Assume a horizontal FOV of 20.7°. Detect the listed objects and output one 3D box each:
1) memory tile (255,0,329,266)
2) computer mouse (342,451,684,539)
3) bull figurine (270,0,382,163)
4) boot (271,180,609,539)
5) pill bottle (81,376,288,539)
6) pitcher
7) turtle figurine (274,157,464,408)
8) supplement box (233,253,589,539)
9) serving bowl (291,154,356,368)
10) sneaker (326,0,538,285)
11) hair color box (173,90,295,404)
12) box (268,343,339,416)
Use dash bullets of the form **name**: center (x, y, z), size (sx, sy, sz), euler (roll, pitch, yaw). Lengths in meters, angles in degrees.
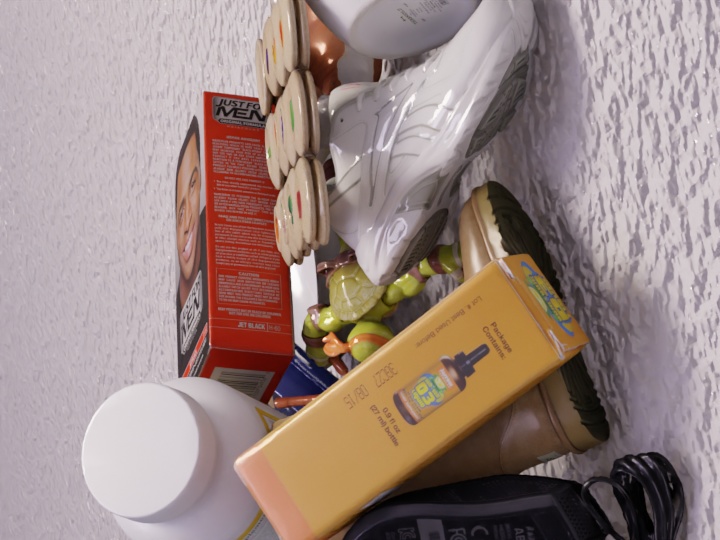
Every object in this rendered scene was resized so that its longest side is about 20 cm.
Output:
- **memory tile**: center (-0.044, -0.084, 1.205), size (0.200, 0.017, 0.155), euler (145, 119, -82)
- **computer mouse**: center (0.085, 0.163, 1.099), size (0.053, 0.198, 0.140), euler (-57, -39, -68)
- **bull figurine**: center (-0.021, -0.156, 1.315), size (0.121, 0.064, 0.202), euler (146, 129, -68)
- **boot**: center (0.028, 0.064, 1.155), size (0.199, 0.066, 0.177), euler (-26, 70, 23)
- **pill bottle**: center (-0.093, 0.130, 1.237), size (0.200, 0.111, 0.113), euler (35, -148, -63)
- **pitcher**: center (-0.006, -0.238, 1.147), size (0.171, 0.120, 0.202), euler (26, -137, -58)
- **turtle figurine**: center (0.000, 0.000, 1.266), size (0.199, 0.064, 0.163), euler (-32, 47, 43)
- **supplement box**: center (0.028, 0.074, 1.087), size (0.199, 0.069, 0.067), euler (-38, 79, 21)
- **serving bowl**: center (-0.039, -0.022, 1.451), size (0.200, 0.065, 0.202), euler (170, 90, -69)
- **sneaker**: center (0.028, -0.090, 1.146), size (0.099, 0.078, 0.201), euler (39, 119, 14)
- **hair color box**: center (-0.089, -0.010, 1.343), size (0.102, 0.061, 0.202), euler (120, 152, -54)
- **box**: center (-0.047, 0.112, 1.446), size (0.121, 0.032, 0.201), euler (38, 157, 28)
